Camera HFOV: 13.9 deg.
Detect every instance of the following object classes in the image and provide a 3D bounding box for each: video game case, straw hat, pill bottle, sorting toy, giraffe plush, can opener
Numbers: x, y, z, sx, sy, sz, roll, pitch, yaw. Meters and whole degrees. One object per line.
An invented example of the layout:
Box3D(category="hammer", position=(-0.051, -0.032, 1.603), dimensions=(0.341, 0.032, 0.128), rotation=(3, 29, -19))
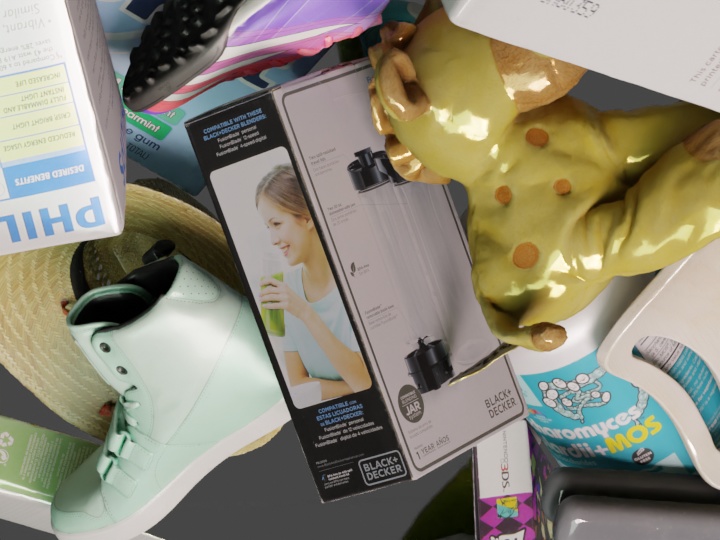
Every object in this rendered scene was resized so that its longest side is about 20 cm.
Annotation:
Box3D(category="video game case", position=(0.101, 0.200, 1.639), dimensions=(0.036, 0.182, 0.200), rotation=(-8, 156, 12))
Box3D(category="straw hat", position=(-0.110, 0.003, 1.593), dimensions=(0.201, 0.085, 0.201), rotation=(11, 133, 11))
Box3D(category="pill bottle", position=(0.127, 0.039, 1.587), dimensions=(0.111, 0.111, 0.200), rotation=(-22, 125, 23))
Box3D(category="sorting toy", position=(0.219, 0.022, 1.523), dimensions=(0.180, 0.107, 0.200), rotation=(-41, 119, 4))
Box3D(category="giraffe plush", position=(0.082, -0.066, 1.416), dimensions=(0.200, 0.173, 0.162), rotation=(-35, 98, -8))
Box3D(category="can opener", position=(0.191, 0.147, 1.572), dimensions=(0.200, 0.053, 0.067), rotation=(5, 120, -15))

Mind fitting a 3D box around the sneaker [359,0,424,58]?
Box3D(category="sneaker", position=(-0.002, -0.062, 1.552), dimensions=(0.080, 0.078, 0.200), rotation=(32, 124, 3))

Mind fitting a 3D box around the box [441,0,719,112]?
Box3D(category="box", position=(0.149, -0.195, 1.321), dimensions=(0.200, 0.131, 0.199), rotation=(14, 129, -33))

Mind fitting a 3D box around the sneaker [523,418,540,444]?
Box3D(category="sneaker", position=(0.029, 0.056, 1.610), dimensions=(0.085, 0.073, 0.200), rotation=(-31, 143, 12))

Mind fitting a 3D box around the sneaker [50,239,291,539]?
Box3D(category="sneaker", position=(-0.122, 0.062, 1.537), dimensions=(0.118, 0.074, 0.200), rotation=(38, 124, -23))

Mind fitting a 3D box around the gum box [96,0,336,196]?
Box3D(category="gum box", position=(-0.097, -0.149, 1.489), dimensions=(0.170, 0.045, 0.200), rotation=(30, 128, -20))

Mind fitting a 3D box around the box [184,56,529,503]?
Box3D(category="box", position=(0.000, 0.000, 1.454), dimensions=(0.060, 0.117, 0.200), rotation=(-17, 95, 36))

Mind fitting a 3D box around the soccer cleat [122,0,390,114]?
Box3D(category="soccer cleat", position=(-0.033, -0.127, 1.433), dimensions=(0.200, 0.068, 0.073), rotation=(-36, 125, 27))

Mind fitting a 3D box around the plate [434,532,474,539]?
Box3D(category="plate", position=(-0.017, 0.196, 1.718), dimensions=(0.199, 0.200, 0.032), rotation=(-20, 87, 23))

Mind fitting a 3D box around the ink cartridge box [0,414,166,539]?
Box3D(category="ink cartridge box", position=(-0.136, 0.137, 1.694), dimensions=(0.200, 0.048, 0.146), rotation=(17, 168, -11))

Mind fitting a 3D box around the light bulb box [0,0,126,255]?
Box3D(category="light bulb box", position=(-0.225, -0.113, 1.396), dimensions=(0.198, 0.125, 0.200), rotation=(-10, 120, 3))
